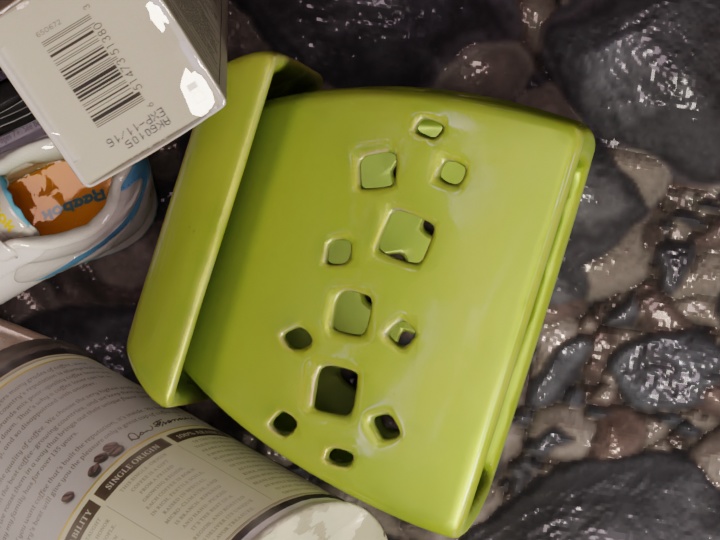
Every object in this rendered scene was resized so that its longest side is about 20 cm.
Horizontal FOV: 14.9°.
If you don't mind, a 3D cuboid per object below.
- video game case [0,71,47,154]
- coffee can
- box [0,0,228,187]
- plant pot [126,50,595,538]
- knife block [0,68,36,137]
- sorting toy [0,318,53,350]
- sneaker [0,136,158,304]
[{"bbox_3d":[-0.216,-0.136,1.406,0.199,0.023,0.183,-25,91,2],"label":"video game case"},{"bbox_3d":[-0.104,0.137,1.305,0.199,0.146,0.147,26,92,36],"label":"coffee can"},{"bbox_3d":[-0.116,-0.127,1.284,0.077,0.200,0.095,-30,109,10],"label":"box"},{"bbox_3d":[0.000,0.000,1.324,0.180,0.199,0.201,19,93,6],"label":"plant pot"},{"bbox_3d":[-0.235,-0.067,1.364,0.175,0.200,0.064,-18,78,-35],"label":"knife block"},{"bbox_3d":[-0.254,0.097,1.406,0.199,0.036,0.186,22,92,1],"label":"sorting toy"},{"bbox_3d":[-0.196,-0.014,1.365,0.199,0.081,0.077,-31,79,-8],"label":"sneaker"}]
